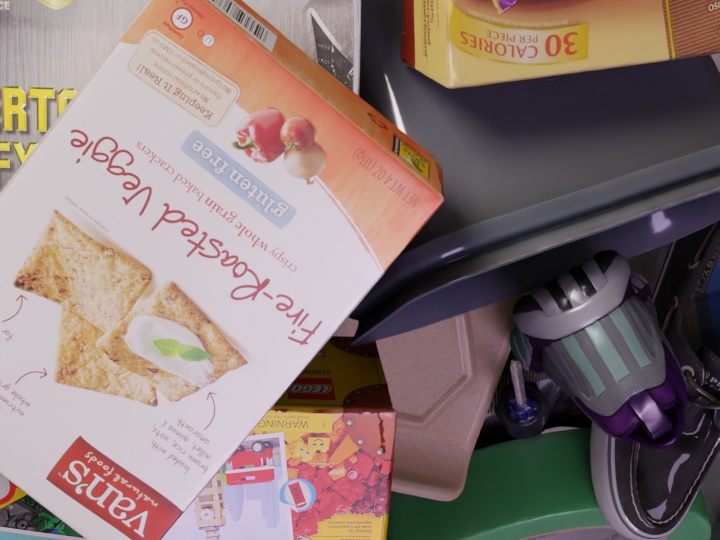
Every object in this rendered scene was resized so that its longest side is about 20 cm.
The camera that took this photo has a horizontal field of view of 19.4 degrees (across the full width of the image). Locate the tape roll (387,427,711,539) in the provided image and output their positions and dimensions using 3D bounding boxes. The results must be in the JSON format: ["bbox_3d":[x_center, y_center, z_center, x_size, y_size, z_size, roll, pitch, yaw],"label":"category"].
[{"bbox_3d":[0.096,0.149,1.187,0.198,0.049,0.201,-11,156,-5],"label":"tape roll"}]

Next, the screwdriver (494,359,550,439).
[{"bbox_3d":[0.073,0.062,1.008,0.029,0.028,0.200,-36,168,3],"label":"screwdriver"}]

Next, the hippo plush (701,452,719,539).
[{"bbox_3d":[0.249,0.194,1.260,0.160,0.200,0.160,35,89,-34],"label":"hippo plush"}]

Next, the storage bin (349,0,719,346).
[{"bbox_3d":[0.069,-0.064,0.947,0.198,0.136,0.146,-17,171,-22],"label":"storage bin"}]

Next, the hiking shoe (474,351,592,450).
[{"bbox_3d":[0.117,0.037,1.122,0.198,0.076,0.101,-21,139,-3],"label":"hiking shoe"}]

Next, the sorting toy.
[{"bbox_3d":[0.000,0.000,1.016,0.184,0.036,0.202,14,98,-29],"label":"sorting toy"}]

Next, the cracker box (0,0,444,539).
[{"bbox_3d":[-0.079,-0.001,0.824,0.134,0.058,0.200,37,104,-9],"label":"cracker box"}]

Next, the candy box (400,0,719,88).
[{"bbox_3d":[0.115,-0.147,0.864,0.198,0.056,0.118,-8,111,-18],"label":"candy box"}]

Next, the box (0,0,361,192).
[{"bbox_3d":[-0.099,-0.072,0.858,0.198,0.048,0.160,3,107,0],"label":"box"}]

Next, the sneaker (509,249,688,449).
[{"bbox_3d":[0.117,0.049,0.990,0.074,0.088,0.200,-31,171,8],"label":"sneaker"}]

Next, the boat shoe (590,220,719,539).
[{"bbox_3d":[0.177,0.044,1.079,0.069,0.066,0.202,23,84,-20],"label":"boat shoe"}]

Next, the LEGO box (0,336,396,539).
[{"bbox_3d":[-0.090,0.110,0.946,0.198,0.077,0.150,1,112,-7],"label":"LEGO box"}]
